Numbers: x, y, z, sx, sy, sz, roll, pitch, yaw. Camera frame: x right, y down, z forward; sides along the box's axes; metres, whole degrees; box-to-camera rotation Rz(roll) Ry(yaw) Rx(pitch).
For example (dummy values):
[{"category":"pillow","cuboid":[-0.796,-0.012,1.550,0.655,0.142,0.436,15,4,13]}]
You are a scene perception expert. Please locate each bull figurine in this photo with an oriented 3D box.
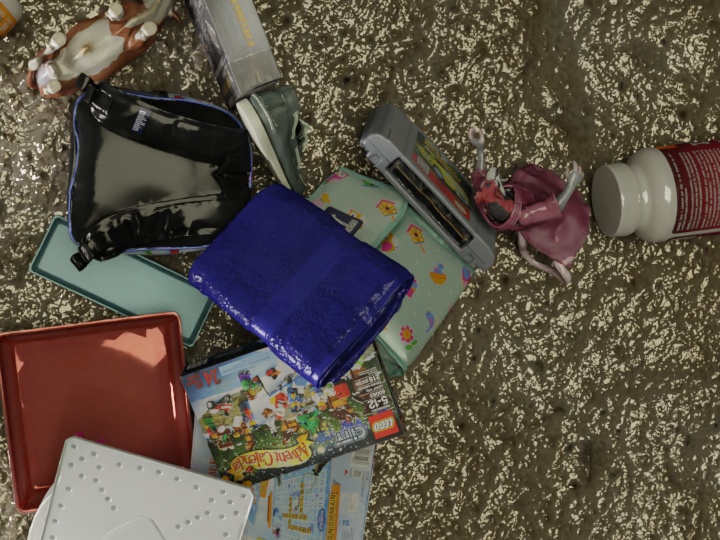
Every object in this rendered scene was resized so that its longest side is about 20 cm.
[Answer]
[{"category":"bull figurine","cuboid":[-0.269,-0.248,1.293,0.200,0.121,0.065,-36,99,-3]}]

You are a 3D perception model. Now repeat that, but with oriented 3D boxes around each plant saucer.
[{"category":"plant saucer","cuboid":[-0.262,0.012,1.347,0.199,0.019,0.070,26,86,-11]},{"category":"plant saucer","cuboid":[-0.287,0.152,1.328,0.198,0.037,0.201,-7,98,-12]}]

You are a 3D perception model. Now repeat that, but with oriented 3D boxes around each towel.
[{"category":"towel","cuboid":[-0.060,0.013,1.216,0.200,0.050,0.148,36,74,26]}]

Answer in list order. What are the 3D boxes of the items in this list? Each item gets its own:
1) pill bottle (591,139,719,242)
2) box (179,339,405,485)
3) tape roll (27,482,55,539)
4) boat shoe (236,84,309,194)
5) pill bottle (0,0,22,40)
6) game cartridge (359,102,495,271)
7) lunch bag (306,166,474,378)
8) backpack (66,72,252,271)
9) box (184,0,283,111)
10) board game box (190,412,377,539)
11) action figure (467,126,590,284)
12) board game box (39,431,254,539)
[{"category":"pill bottle","cuboid":[0.383,-0.094,1.434,0.199,0.113,0.114,-7,93,-12]},{"category":"box","cuboid":[-0.068,0.133,1.250,0.199,0.038,0.137,-19,103,6]},{"category":"tape roll","cuboid":[-0.255,0.296,1.303,0.201,0.037,0.204,1,110,2]},{"category":"boat shoe","cuboid":[-0.077,-0.136,1.295,0.062,0.200,0.073,-32,69,-3]},{"category":"pill bottle","cuboid":[-0.455,-0.236,1.249,0.116,0.116,0.200,42,83,-10]},{"category":"game cartridge","cuboid":[0.081,-0.098,1.360,0.041,0.133,0.200,-40,105,17]},{"category":"lunch bag","cuboid":[0.000,0.000,1.328,0.200,0.122,0.171,46,56,-9]},{"category":"backpack","cuboid":[-0.210,-0.101,1.289,0.189,0.154,0.201,5,100,-7]},{"category":"box","cuboid":[-0.140,-0.257,1.273,0.048,0.200,0.159,-23,95,-8]},{"category":"board game box","cuboid":[-0.090,0.248,1.325,0.198,0.041,0.201,8,107,-1]},{"category":"action figure","cuboid":[0.174,-0.071,1.366,0.134,0.199,0.150,27,107,31]},{"category":"board game box","cuboid":[-0.229,0.281,1.264,0.199,0.026,0.201,17,109,-4]}]
